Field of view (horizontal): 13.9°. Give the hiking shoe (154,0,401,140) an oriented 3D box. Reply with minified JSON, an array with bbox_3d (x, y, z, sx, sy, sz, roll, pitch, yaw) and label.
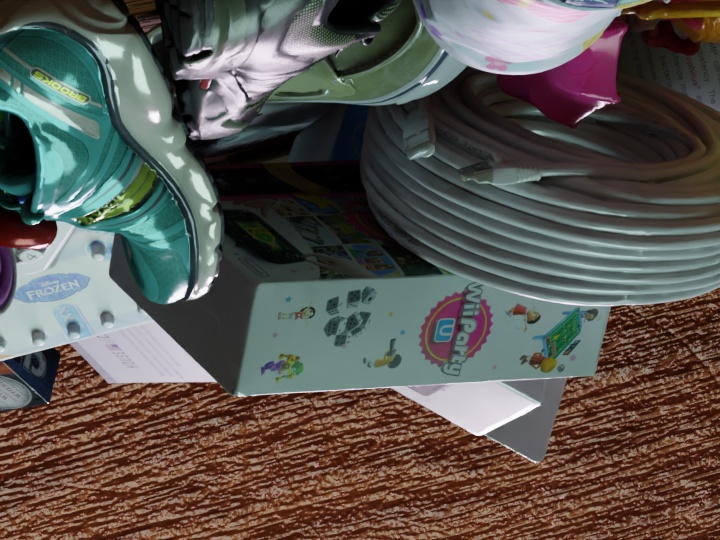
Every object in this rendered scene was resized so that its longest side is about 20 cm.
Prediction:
[{"bbox_3d":[-0.029,-0.100,1.172,0.100,0.076,0.200,-11,177,-2],"label":"hiking shoe"}]

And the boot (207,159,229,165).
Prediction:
[{"bbox_3d":[-0.168,-0.018,1.598,0.199,0.066,0.175,-5,-178,-5],"label":"boot"}]

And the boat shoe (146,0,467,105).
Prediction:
[{"bbox_3d":[-0.022,-0.100,1.294,0.062,0.072,0.200,-16,-178,-38],"label":"boat shoe"}]

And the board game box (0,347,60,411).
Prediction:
[{"bbox_3d":[-0.273,0.018,1.583,0.135,0.035,0.200,-10,143,29],"label":"board game box"}]

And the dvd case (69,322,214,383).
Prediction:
[{"bbox_3d":[-0.074,0.032,1.700,0.199,0.025,0.150,-1,159,14],"label":"dvd case"}]

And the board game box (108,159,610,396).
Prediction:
[{"bbox_3d":[0.000,0.000,1.424,0.199,0.064,0.148,-2,-155,-31],"label":"board game box"}]

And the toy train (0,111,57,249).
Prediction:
[{"bbox_3d":[-0.203,-0.059,1.282,0.115,0.085,0.200,4,-178,-20],"label":"toy train"}]

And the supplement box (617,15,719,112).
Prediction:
[{"bbox_3d":[0.151,-0.119,1.541,0.199,0.102,0.103,-14,178,19],"label":"supplement box"}]

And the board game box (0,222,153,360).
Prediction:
[{"bbox_3d":[-0.176,-0.017,1.481,0.199,0.026,0.200,-14,140,10],"label":"board game box"}]

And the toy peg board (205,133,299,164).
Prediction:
[{"bbox_3d":[0.016,-0.054,1.746,0.199,0.098,0.200,-13,-166,34],"label":"toy peg board"}]

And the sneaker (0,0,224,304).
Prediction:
[{"bbox_3d":[-0.111,-0.049,1.173,0.080,0.078,0.200,-32,145,-6],"label":"sneaker"}]

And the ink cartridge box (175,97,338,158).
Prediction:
[{"bbox_3d":[-0.093,-0.085,1.633,0.200,0.041,0.199,-15,178,29],"label":"ink cartridge box"}]

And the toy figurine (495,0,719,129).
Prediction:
[{"bbox_3d":[0.143,-0.127,1.369,0.183,0.151,0.200,-1,-162,0],"label":"toy figurine"}]

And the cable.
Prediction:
[{"bbox_3d":[0.099,-0.047,1.408,0.199,0.069,0.200,10,-159,-11],"label":"cable"}]

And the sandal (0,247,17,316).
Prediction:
[{"bbox_3d":[-0.211,-0.031,1.366,0.050,0.083,0.203,-14,161,23],"label":"sandal"}]

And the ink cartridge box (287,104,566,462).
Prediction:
[{"bbox_3d":[0.047,0.007,1.588,0.200,0.116,0.067,29,149,-19],"label":"ink cartridge box"}]

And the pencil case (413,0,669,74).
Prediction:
[{"bbox_3d":[0.073,-0.124,1.093,0.090,0.083,0.200,3,176,-8],"label":"pencil case"}]
